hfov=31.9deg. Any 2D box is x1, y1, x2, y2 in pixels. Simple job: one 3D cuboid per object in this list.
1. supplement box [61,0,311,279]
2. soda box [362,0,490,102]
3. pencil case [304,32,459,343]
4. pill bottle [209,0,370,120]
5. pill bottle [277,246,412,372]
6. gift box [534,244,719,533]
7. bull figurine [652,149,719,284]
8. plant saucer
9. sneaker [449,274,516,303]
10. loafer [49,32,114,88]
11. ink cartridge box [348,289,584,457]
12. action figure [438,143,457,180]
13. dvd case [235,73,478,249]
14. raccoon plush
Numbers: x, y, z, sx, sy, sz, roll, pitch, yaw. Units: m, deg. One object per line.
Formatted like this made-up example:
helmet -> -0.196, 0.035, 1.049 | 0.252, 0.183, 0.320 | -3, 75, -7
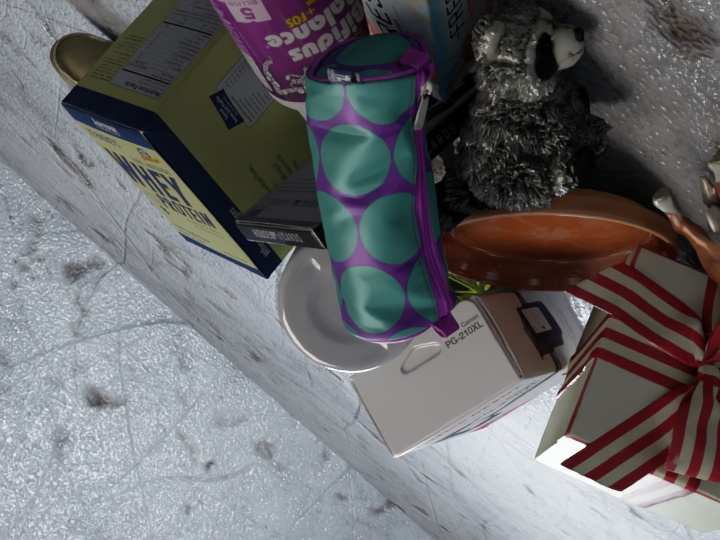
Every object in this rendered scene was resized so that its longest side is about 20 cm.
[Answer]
supplement box -> -0.108, -0.141, 1.105 | 0.134, 0.200, 0.200 | 23, 159, 46
soda box -> 0.041, -0.198, 0.837 | 0.064, 0.068, 0.200 | 32, 165, 21
pencil case -> 0.017, -0.054, 0.858 | 0.092, 0.085, 0.201 | 10, 120, 35
pill bottle -> -0.042, -0.194, 0.966 | 0.112, 0.112, 0.200 | 27, 162, 37
pill bottle -> 0.000, 0.000, 1.044 | 0.114, 0.114, 0.200 | 40, -165, -6
gift box -> 0.234, 0.099, 0.989 | 0.199, 0.185, 0.187 | 18, 165, 2
bull figurine -> 0.283, -0.020, 0.813 | 0.121, 0.065, 0.200 | 48, 161, -19
plant saucer -> 0.152, -0.025, 1.008 | 0.200, 0.032, 0.200 | 5, 163, 1
sneaker -> 0.106, 0.003, 1.270 | 0.200, 0.075, 0.085 | 21, 157, 48
loafer -> -0.283, -0.233, 1.504 | 0.200, 0.076, 0.067 | 26, 163, 6
ink cartridge box -> 0.106, 0.086, 1.121 | 0.200, 0.145, 0.084 | -3, -119, -61
action figure -> 0.130, -0.056, 1.050 | 0.118, 0.055, 0.200 | -8, 155, 27
dvd case -> 0.007, -0.088, 0.993 | 0.025, 0.200, 0.150 | 55, 160, -20
raccoon plush -> 0.075, -0.101, 0.869 | 0.134, 0.200, 0.097 | 47, -160, -25
